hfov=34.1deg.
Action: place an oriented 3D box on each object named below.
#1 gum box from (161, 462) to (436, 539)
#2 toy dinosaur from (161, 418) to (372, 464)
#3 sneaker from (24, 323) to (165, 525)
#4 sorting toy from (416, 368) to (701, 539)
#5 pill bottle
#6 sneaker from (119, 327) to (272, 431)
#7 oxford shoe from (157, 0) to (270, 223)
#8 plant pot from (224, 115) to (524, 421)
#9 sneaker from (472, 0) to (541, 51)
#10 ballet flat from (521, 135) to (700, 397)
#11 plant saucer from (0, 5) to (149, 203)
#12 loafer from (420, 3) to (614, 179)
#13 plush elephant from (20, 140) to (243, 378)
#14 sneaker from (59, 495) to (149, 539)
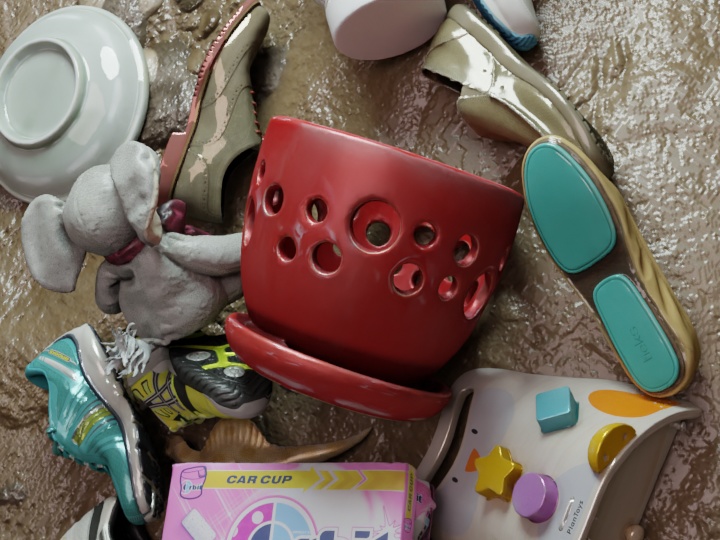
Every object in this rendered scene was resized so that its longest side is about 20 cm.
[{"bbox_3d":[-0.044,0.204,0.850,0.197,0.066,0.115,-3,64,20],"label":"gum box"},{"bbox_3d":[-0.092,0.167,0.947,0.198,0.058,0.103,-5,76,24],"label":"toy dinosaur"},{"bbox_3d":[-0.224,0.139,0.998,0.079,0.078,0.201,-29,55,-11],"label":"sneaker"},{"bbox_3d":[0.115,0.154,0.846,0.179,0.106,0.202,21,88,47],"label":"sorting toy"},{"bbox_3d":[0.000,-0.286,0.970,0.113,0.114,0.202,-22,71,19],"label":"pill bottle"},{"bbox_3d":[-0.130,0.094,0.957,0.199,0.075,0.077,16,112,55],"label":"sneaker"},{"bbox_3d":[-0.113,-0.138,1.030,0.074,0.070,0.202,22,89,3],"label":"oxford shoe"},{"bbox_3d":[0.000,0.000,0.864,0.199,0.200,0.185,22,94,27],"label":"plant pot"},{"bbox_3d":[0.107,-0.271,0.940,0.080,0.076,0.202,-23,74,11],"label":"sneaker"},{"bbox_3d":[0.179,-0.006,0.835,0.068,0.063,0.202,-29,84,39],"label":"ballet flat"},{"bbox_3d":[-0.296,-0.164,1.120,0.198,0.050,0.203,-6,77,25],"label":"plant saucer"},{"bbox_3d":[0.118,-0.125,0.906,0.067,0.076,0.200,-45,55,11],"label":"loafer"},{"bbox_3d":[-0.174,-0.027,0.934,0.163,0.200,0.156,-15,108,27],"label":"plush elephant"},{"bbox_3d":[-0.174,0.270,0.953,0.088,0.076,0.200,-47,65,9],"label":"sneaker"}]
